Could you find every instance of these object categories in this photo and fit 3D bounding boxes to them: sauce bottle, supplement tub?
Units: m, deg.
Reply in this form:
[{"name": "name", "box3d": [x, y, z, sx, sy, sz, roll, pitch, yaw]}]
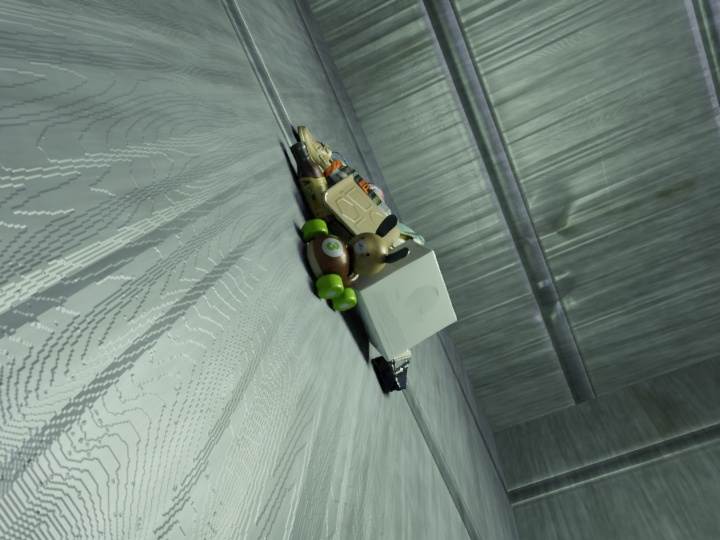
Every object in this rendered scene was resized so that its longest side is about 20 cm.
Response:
[{"name": "sauce bottle", "box3d": [-0.112, -0.203, 1.323, 0.066, 0.065, 0.202, -21, 87, -79]}, {"name": "supplement tub", "box3d": [-0.025, -0.184, 1.462, 0.200, 0.122, 0.123, 47, 14, -7]}]

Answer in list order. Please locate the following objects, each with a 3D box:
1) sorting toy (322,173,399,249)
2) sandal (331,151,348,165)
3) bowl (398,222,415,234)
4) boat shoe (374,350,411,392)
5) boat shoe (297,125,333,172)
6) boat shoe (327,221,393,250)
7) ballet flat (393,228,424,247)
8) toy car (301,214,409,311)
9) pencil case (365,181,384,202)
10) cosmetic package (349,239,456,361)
[{"name": "sorting toy", "box3d": [0.002, -0.124, 1.331, 0.200, 0.036, 0.185, 50, 30, -5]}, {"name": "sandal", "box3d": [-0.055, -0.312, 1.786, 0.200, 0.079, 0.088, 52, 15, -59]}, {"name": "bowl", "box3d": [0.081, -0.036, 1.671, 0.202, 0.199, 0.105, 63, 31, -22]}, {"name": "boat shoe", "box3d": [0.090, 0.257, 1.419, 0.200, 0.074, 0.094, 12, 63, -68]}, {"name": "boat shoe", "box3d": [-0.112, -0.326, 1.553, 0.201, 0.064, 0.072, 57, 15, -45]}, {"name": "boat shoe", "box3d": [-0.005, -0.085, 1.395, 0.199, 0.060, 0.072, 37, -18, 11]}, {"name": "ballet flat", "box3d": [0.120, -0.073, 1.547, 0.199, 0.074, 0.075, 12, 52, -44]}, {"name": "toy car", "box3d": [-0.001, -0.038, 1.175, 0.158, 0.198, 0.166, 47, 23, -61]}, {"name": "pencil case", "box3d": [0.044, -0.169, 1.629, 0.088, 0.087, 0.201, 57, 12, -44]}, {"name": "cosmetic package", "box3d": [0.092, 0.068, 1.328, 0.123, 0.199, 0.201, 34, -31, 62]}]
